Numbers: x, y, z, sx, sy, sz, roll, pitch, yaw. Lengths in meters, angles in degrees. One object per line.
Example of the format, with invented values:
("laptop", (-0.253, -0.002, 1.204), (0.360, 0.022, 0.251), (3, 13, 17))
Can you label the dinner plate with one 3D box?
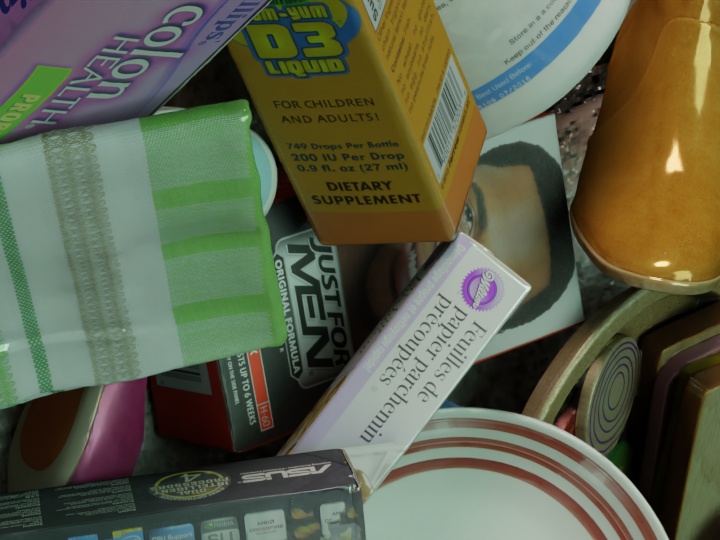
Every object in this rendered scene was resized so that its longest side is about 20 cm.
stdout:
("dinner plate", (0.040, 0.156, 1.222), (0.200, 0.024, 0.201), (0, 96, -5))

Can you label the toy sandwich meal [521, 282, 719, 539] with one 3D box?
("toy sandwich meal", (0.145, 0.089, 1.333), (0.205, 0.070, 0.206), (-32, 136, -36))

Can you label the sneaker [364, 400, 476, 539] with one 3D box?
("sneaker", (-0.009, 0.147, 1.264), (0.082, 0.071, 0.200), (18, 94, -5))

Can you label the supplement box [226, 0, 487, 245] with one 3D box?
("supplement box", (-0.013, -0.098, 1.115), (0.200, 0.066, 0.069), (65, 33, -42))

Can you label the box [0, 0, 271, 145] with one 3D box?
("box", (-0.118, -0.160, 1.015), (0.096, 0.176, 0.200), (-7, 70, -38))

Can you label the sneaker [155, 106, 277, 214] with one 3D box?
("sneaker", (-0.120, -0.023, 1.101), (0.199, 0.082, 0.074), (-9, 96, -18))

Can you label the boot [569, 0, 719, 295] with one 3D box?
("boot", (0.140, -0.089, 1.267), (0.071, 0.201, 0.144), (11, 117, -2))

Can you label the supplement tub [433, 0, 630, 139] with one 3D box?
("supplement tub", (0.011, -0.159, 1.191), (0.200, 0.132, 0.132), (48, 67, -33))

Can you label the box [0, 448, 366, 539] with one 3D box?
("box", (-0.093, 0.162, 1.131), (0.199, 0.049, 0.162), (-7, 107, -8))

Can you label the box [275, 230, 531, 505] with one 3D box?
("box", (-0.006, 0.073, 1.179), (0.039, 0.041, 0.200), (38, 91, -6))

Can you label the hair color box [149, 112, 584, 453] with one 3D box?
("hair color box", (0.000, 0.000, 1.247), (0.200, 0.061, 0.102), (-20, 107, -35))

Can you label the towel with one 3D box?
("towel", (-0.130, 0.007, 1.061), (0.199, 0.031, 0.149), (-12, 146, -3))

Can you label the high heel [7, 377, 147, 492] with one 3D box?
("high heel", (-0.097, 0.111, 1.175), (0.096, 0.067, 0.201), (14, 92, -28))
